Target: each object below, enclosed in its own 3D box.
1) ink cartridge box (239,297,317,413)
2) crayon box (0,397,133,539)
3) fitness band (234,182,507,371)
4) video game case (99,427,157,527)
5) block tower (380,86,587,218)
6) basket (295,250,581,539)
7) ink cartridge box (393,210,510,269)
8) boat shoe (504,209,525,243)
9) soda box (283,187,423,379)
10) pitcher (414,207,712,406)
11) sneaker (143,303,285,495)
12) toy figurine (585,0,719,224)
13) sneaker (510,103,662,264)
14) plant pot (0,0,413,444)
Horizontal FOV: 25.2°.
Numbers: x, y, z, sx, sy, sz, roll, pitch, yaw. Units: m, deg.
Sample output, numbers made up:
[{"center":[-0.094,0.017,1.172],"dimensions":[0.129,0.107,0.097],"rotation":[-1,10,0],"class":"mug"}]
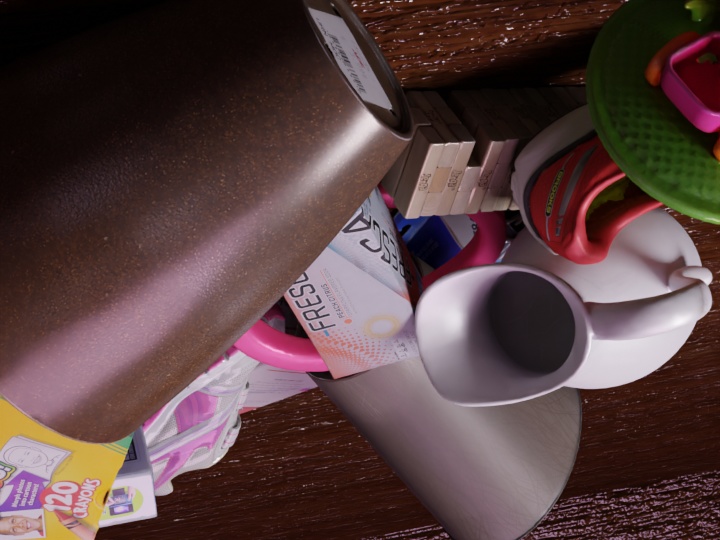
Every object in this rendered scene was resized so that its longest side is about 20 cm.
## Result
[{"center":[-0.077,0.060,1.287],"dimensions":[0.200,0.068,0.116],"rotation":[-22,162,33],"class":"ink cartridge box"},{"center":[-0.198,0.099,0.899],"dimensions":[0.118,0.058,0.200],"rotation":[7,135,-19],"class":"crayon box"},{"center":[0.000,0.000,1.027],"dimensions":[0.200,0.038,0.144],"rotation":[-30,138,24],"class":"fitness band"},{"center":[-0.246,0.110,1.120],"dimensions":[0.181,0.200,0.046],"rotation":[-9,124,-11],"class":"video game case"},{"center":[0.109,-0.073,0.961],"dimensions":[0.199,0.054,0.058],"rotation":[-4,131,-29],"class":"block tower"},{"center":[0.055,0.081,1.185],"dimensions":[0.136,0.181,0.200],"rotation":[-15,137,34],"class":"basket"},{"center":[0.112,-0.024,1.199],"dimensions":[0.199,0.039,0.099],"rotation":[-7,164,-16],"class":"ink cartridge box"},{"center":[0.116,-0.049,1.066],"dimensions":[0.073,0.063,0.200],"rotation":[-20,162,33],"class":"boat shoe"},{"center":[-0.019,-0.021,0.925],"dimensions":[0.068,0.064,0.200],"rotation":[-16,141,10],"class":"soda box"},{"center":[0.153,0.016,0.976],"dimensions":[0.171,0.122,0.200],"rotation":[-6,-173,34],"class":"pitcher"},{"center":[-0.124,0.094,1.208],"dimensions":[0.200,0.081,0.088],"rotation":[-41,130,17],"class":"sneaker"},{"center":[0.217,-0.140,0.758],"dimensions":[0.200,0.150,0.184],"rotation":[-31,160,-19],"class":"toy figurine"},{"center":[0.179,-0.077,0.896],"dimensions":[0.200,0.085,0.077],"rotation":[-43,139,12],"class":"sneaker"},{"center":[-0.082,-0.048,0.750],"dimensions":[0.200,0.187,0.187],"rotation":[-31,159,18],"class":"plant pot"}]
